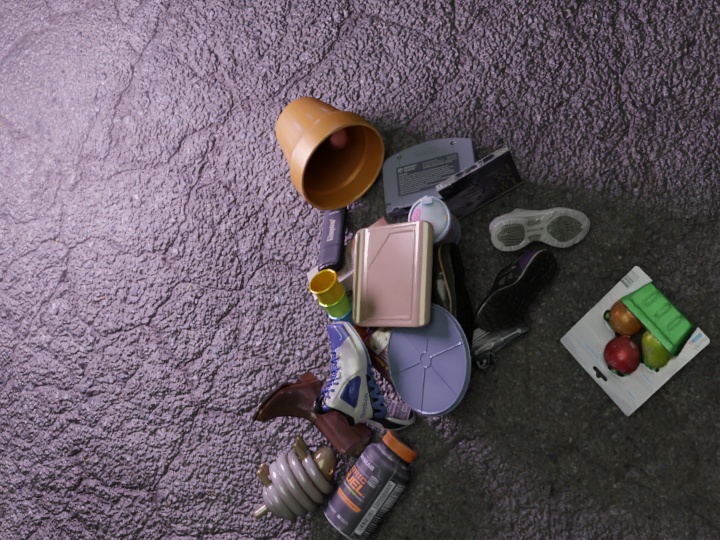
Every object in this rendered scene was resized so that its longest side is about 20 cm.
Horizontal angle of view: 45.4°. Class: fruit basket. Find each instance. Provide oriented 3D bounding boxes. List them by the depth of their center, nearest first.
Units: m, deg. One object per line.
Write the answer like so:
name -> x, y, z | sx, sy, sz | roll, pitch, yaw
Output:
fruit basket -> 0.494, 0.127, 1.560 | 0.186, 0.093, 0.201 | 49, 112, 21

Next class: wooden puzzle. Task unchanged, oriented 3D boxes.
wooden puzzle -> 0.061, 0.010, 1.580 | 0.198, 0.037, 0.189 | -3, 82, 50

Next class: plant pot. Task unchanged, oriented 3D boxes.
plant pot -> -0.080, -0.258, 1.768 | 0.200, 0.200, 0.184 | -46, 53, 5

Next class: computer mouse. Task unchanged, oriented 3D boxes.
computer mouse -> 0.010, 0.272, 1.677 | 0.196, 0.110, 0.045 | 18, 112, 6

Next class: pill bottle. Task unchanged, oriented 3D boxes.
pill bottle -> 0.026, 0.406, 1.638 | 0.106, 0.106, 0.202 | 35, 91, 21

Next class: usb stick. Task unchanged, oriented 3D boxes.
usb stick -> -0.055, -0.065, 1.739 | 0.055, 0.033, 0.202 | -24, 35, 22

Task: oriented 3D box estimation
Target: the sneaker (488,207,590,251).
sneaker -> 0.337, -0.092, 1.648 | 0.196, 0.100, 0.079 | -2, 112, -5

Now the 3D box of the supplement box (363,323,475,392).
supplement box -> 0.111, 0.127, 1.665 | 0.131, 0.103, 0.201 | 43, 93, 20

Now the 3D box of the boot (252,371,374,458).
boot -> -0.087, 0.302, 1.670 | 0.200, 0.185, 0.065 | 43, 134, 20

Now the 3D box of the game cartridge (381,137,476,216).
game cartridge -> 0.141, -0.195, 1.743 | 0.196, 0.042, 0.136 | -12, 63, 20

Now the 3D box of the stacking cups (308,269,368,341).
stacking cups -> -0.033, 0.089, 1.665 | 0.059, 0.202, 0.061 | -17, 38, 15

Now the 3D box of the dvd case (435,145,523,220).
dvd case -> 0.229, -0.161, 1.630 | 0.147, 0.200, 0.016 | -30, 71, 10

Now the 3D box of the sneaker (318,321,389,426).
sneaker -> -0.033, 0.202, 1.597 | 0.114, 0.080, 0.203 | -23, 91, -16

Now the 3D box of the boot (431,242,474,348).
boot -> 0.130, 0.062, 1.592 | 0.136, 0.077, 0.204 | -12, 78, 30

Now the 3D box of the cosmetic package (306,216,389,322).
cosmetic package -> 0.000, 0.000, 1.717 | 0.199, 0.087, 0.104 | -37, 35, 8

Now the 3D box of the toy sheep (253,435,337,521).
toy sheep -> -0.128, 0.414, 1.675 | 0.199, 0.138, 0.139 | -36, 71, 4

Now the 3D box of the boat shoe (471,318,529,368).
boat shoe -> 0.232, 0.153, 1.641 | 0.198, 0.072, 0.068 | -35, 69, 1

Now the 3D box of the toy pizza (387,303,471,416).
toy pizza -> 0.125, 0.159, 1.546 | 0.198, 0.031, 0.205 | 2, 93, 46

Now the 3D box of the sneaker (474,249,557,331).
sneaker -> 0.280, 0.040, 1.623 | 0.199, 0.087, 0.076 | -41, 109, -16

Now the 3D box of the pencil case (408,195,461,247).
pencil case -> 0.144, -0.086, 1.648 | 0.081, 0.200, 0.093 | 7, 88, 13
